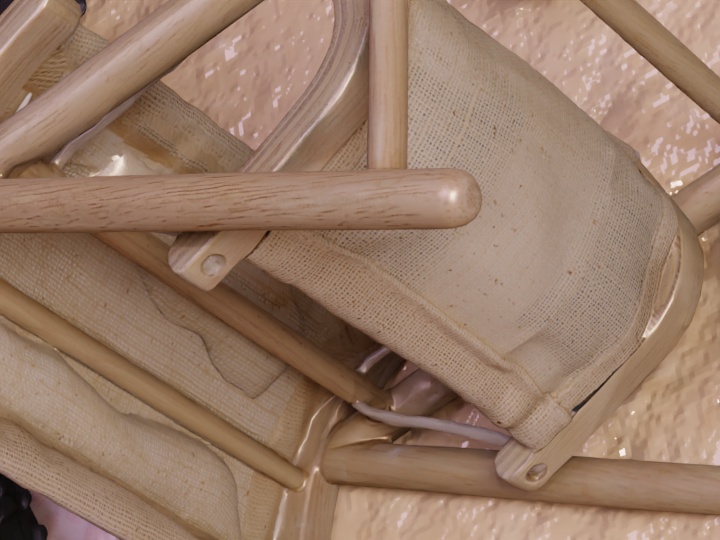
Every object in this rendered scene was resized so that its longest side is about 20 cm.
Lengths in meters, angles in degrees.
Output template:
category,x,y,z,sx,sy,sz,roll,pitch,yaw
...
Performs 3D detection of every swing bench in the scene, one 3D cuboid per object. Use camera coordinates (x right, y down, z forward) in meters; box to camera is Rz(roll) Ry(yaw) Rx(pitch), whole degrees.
category,x,y,z,sx,sy,sz,roll,pitch,yaw
swing bench,0.000,0.000,0.841,0.199,0.199,0.130,-18,55,31

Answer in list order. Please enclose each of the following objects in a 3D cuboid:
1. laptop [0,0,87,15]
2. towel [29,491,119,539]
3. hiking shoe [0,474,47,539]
category,x,y,z,sx,sy,sz,roll,pitch,yaw
laptop,-0.175,-0.051,1.092,0.116,0.200,0.187,41,95,7
towel,-0.150,0.122,1.017,0.200,0.032,0.192,-31,49,22
hiking shoe,-0.151,0.088,0.974,0.087,0.074,0.201,-36,38,26
